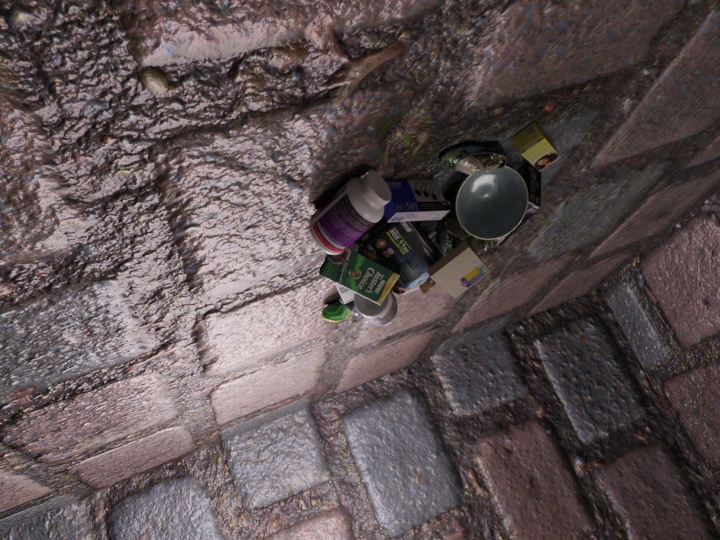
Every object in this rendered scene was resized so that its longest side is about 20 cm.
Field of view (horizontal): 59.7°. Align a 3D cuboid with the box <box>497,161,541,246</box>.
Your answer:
[{"bbox_3d":[0.435,-0.189,1.780,0.048,0.161,0.201,23,142,-12],"label":"box"}]

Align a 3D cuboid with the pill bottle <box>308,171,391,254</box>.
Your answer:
[{"bbox_3d":[-0.022,-0.132,1.433,0.198,0.115,0.111,-37,157,32],"label":"pill bottle"}]

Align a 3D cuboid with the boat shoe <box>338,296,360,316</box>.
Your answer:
[{"bbox_3d":[0.018,0.042,1.995,0.201,0.090,0.071,-49,153,-16],"label":"boat shoe"}]

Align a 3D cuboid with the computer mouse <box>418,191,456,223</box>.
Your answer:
[{"bbox_3d":[0.190,-0.155,1.750,0.198,0.035,0.058,-36,158,28],"label":"computer mouse"}]

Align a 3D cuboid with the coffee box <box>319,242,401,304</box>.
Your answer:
[{"bbox_3d":[0.000,0.000,1.689,0.196,0.045,0.124,27,125,-12],"label":"coffee box"}]

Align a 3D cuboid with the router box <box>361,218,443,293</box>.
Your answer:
[{"bbox_3d":[0.117,-0.054,1.705,0.148,0.063,0.201,-32,117,21],"label":"router box"}]

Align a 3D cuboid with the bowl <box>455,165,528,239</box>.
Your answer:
[{"bbox_3d":[0.342,-0.198,1.677,0.196,0.203,0.108,-28,-159,12],"label":"bowl"}]

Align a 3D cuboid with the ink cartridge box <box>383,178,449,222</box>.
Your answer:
[{"bbox_3d":[0.127,-0.173,1.538,0.196,0.096,0.044,-6,155,-41],"label":"ink cartridge box"}]

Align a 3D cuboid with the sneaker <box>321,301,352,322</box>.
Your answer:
[{"bbox_3d":[-0.041,0.110,2.108,0.194,0.075,0.085,-16,134,-15],"label":"sneaker"}]

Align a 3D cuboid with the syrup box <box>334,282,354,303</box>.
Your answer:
[{"bbox_3d":[-0.042,0.021,1.839,0.077,0.083,0.201,-26,161,-3],"label":"syrup box"}]

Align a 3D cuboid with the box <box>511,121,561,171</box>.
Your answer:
[{"bbox_3d":[0.463,-0.320,1.639,0.074,0.051,0.198,-34,158,24],"label":"box"}]

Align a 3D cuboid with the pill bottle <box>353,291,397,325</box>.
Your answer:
[{"bbox_3d":[0.052,0.101,1.876,0.111,0.117,0.200,-26,162,5],"label":"pill bottle"}]

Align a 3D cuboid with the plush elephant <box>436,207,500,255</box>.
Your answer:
[{"bbox_3d":[0.283,-0.107,1.777,0.198,0.157,0.164,-29,-173,48],"label":"plush elephant"}]

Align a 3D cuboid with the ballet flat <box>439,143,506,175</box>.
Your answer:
[{"bbox_3d":[0.282,-0.268,1.527,0.195,0.076,0.075,-14,158,-28],"label":"ballet flat"}]

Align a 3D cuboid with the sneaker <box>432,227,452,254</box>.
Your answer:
[{"bbox_3d":[0.268,-0.081,1.944,0.072,0.090,0.201,-16,158,-22],"label":"sneaker"}]

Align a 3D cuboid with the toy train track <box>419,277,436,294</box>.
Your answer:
[{"bbox_3d":[0.214,0.019,1.802,0.032,0.117,0.199,-27,-174,39],"label":"toy train track"}]

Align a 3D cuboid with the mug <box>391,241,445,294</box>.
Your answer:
[{"bbox_3d":[0.157,-0.012,1.913,0.171,0.152,0.199,-15,169,-35],"label":"mug"}]

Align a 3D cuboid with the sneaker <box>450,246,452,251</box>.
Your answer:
[{"bbox_3d":[0.331,-0.079,2.055,0.094,0.074,0.200,-64,177,-1],"label":"sneaker"}]

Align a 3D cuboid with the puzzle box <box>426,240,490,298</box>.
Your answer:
[{"bbox_3d":[0.272,0.002,1.721,0.132,0.026,0.199,-38,148,11],"label":"puzzle box"}]
